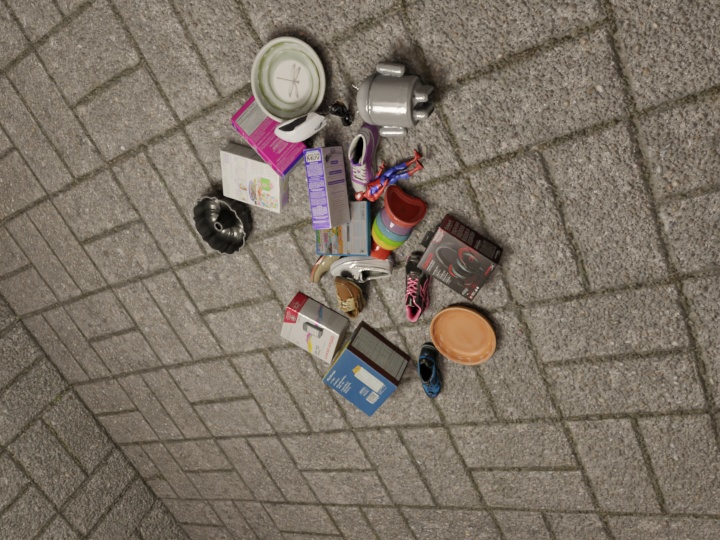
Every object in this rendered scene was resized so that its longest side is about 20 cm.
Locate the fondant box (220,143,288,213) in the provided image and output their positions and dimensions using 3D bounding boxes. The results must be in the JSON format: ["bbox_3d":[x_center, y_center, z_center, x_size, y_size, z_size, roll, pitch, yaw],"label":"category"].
[{"bbox_3d":[-0.306,-0.267,1.701,0.195,0.058,0.148,19,129,17],"label":"fondant box"}]

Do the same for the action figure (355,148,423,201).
[{"bbox_3d":[0.066,-0.234,1.492,0.197,0.067,0.051,-32,140,26],"label":"action figure"}]

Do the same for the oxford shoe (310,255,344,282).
[{"bbox_3d":[-0.091,-0.023,1.748,0.074,0.071,0.202,31,132,-2],"label":"oxford shoe"}]

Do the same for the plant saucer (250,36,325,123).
[{"bbox_3d":[-0.176,-0.474,1.472,0.193,0.050,0.207,4,108,10],"label":"plant saucer"}]

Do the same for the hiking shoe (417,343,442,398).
[{"bbox_3d":[0.205,0.325,1.816,0.072,0.087,0.205,4,124,25],"label":"hiking shoe"}]

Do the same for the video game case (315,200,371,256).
[{"bbox_3d":[-0.050,-0.115,1.627,0.196,0.018,0.149,3,97,41],"label":"video game case"}]

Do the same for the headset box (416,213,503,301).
[{"bbox_3d":[0.251,-0.038,1.548,0.197,0.075,0.150,33,132,4],"label":"headset box"}]

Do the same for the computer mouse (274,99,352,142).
[{"bbox_3d":[-0.119,-0.359,1.466,0.194,0.110,0.045,-19,80,11],"label":"computer mouse"}]

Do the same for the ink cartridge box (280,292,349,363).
[{"bbox_3d":[-0.151,0.187,1.914,0.196,0.086,0.150,28,131,10],"label":"ink cartridge box"}]

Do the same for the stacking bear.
[{"bbox_3d":[0.078,-0.106,1.574,0.119,0.116,0.201,26,139,-6],"label":"stacking bear"}]

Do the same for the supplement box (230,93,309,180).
[{"bbox_3d":[-0.238,-0.351,1.554,0.200,0.103,0.101,47,175,-7],"label":"supplement box"}]

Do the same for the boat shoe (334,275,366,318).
[{"bbox_3d":[-0.032,0.085,1.732,0.074,0.076,0.201,14,159,24],"label":"boat shoe"}]

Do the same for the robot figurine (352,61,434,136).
[{"bbox_3d":[0.073,-0.396,1.370,0.194,0.113,0.175,9,121,22],"label":"robot figurine"}]

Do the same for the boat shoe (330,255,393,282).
[{"bbox_3d":[0.000,0.000,1.686,0.194,0.067,0.074,-11,147,23],"label":"boat shoe"}]

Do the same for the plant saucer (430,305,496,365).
[{"bbox_3d":[0.298,0.183,1.701,0.194,0.038,0.205,14,127,18],"label":"plant saucer"}]

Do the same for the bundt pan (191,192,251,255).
[{"bbox_3d":[-0.423,-0.154,1.829,0.196,0.076,0.207,14,127,19],"label":"bundt pan"}]

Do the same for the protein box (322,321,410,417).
[{"bbox_3d":[0.017,0.316,1.878,0.198,0.136,0.200,36,132,1],"label":"protein box"}]

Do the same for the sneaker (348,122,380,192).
[{"bbox_3d":[-0.005,-0.270,1.501,0.071,0.115,0.205,17,130,14],"label":"sneaker"}]

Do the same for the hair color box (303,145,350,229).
[{"bbox_3d":[-0.086,-0.219,1.543,0.063,0.109,0.207,1,102,29],"label":"hair color box"}]

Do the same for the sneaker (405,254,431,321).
[{"bbox_3d":[0.153,0.056,1.653,0.077,0.096,0.205,8,124,24],"label":"sneaker"}]
